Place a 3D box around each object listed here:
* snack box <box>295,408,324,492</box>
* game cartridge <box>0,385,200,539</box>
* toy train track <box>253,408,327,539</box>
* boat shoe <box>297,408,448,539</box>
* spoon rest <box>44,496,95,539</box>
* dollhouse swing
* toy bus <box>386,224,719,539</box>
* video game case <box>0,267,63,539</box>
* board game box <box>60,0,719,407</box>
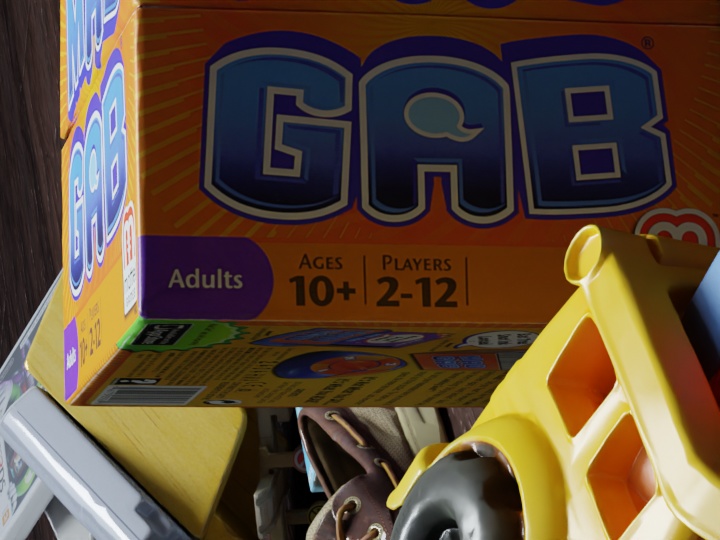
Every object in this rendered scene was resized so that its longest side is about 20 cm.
[{"bbox_3d":[0.000,0.000,1.378,0.201,0.037,0.117,104,161,-45],"label":"snack box"},{"bbox_3d":[-0.113,0.134,1.511,0.133,0.041,0.200,47,179,32],"label":"game cartridge"},{"bbox_3d":[-0.029,0.153,1.497,0.115,0.032,0.202,-69,-26,-78],"label":"toy train track"},{"bbox_3d":[0.011,0.121,1.250,0.201,0.071,0.073,-106,21,-50],"label":"boat shoe"},{"bbox_3d":[-0.234,0.181,2.325,0.200,0.060,0.100,-115,29,-63],"label":"spoon rest"},{"bbox_3d":[-0.070,0.034,1.541,0.182,0.176,0.200,43,176,11],"label":"dollhouse swing"},{"bbox_3d":[0.111,0.076,0.754,0.193,0.135,0.201,-61,30,32],"label":"toy bus"},{"bbox_3d":[-0.249,0.094,2.321,0.200,0.023,0.182,-55,30,28],"label":"video game case"},{"bbox_3d":[0.004,-0.063,1.009,0.200,0.198,0.202,140,130,-73],"label":"board game box"}]
